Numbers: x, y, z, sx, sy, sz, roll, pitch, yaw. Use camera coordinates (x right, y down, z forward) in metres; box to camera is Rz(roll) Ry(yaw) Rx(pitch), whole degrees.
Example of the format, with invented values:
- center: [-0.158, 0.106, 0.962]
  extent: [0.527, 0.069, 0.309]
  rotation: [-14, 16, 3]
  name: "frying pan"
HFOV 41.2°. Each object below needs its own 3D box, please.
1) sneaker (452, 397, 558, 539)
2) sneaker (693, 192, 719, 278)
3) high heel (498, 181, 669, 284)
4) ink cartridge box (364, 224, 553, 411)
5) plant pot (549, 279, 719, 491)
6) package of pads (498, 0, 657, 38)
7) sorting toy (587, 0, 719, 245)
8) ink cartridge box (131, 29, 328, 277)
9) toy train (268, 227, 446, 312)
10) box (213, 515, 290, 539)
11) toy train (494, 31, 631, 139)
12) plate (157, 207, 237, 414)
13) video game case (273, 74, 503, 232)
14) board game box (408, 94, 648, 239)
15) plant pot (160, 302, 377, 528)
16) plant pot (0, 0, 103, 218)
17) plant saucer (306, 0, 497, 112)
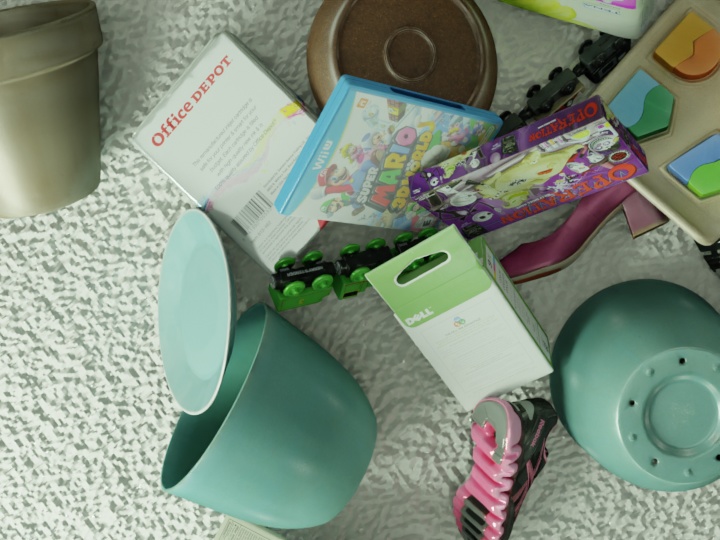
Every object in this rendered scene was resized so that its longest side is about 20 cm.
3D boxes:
- center: [0.157, 0.215, 0.999]
  extent: [0.094, 0.079, 0.203]
  rotation: [-11, 125, -31]
  name: "sneaker"
- center: [0.398, -0.017, 0.969]
  extent: [0.079, 0.074, 0.202]
  rotation: [-29, 100, -10]
  name: "sneaker"
- center: [0.206, -0.055, 0.977]
  extent: [0.197, 0.067, 0.098]
  rotation: [-22, 81, 3]
  name: "high heel"
- center: [0.099, 0.036, 0.943]
  extent: [0.103, 0.060, 0.201]
  rotation: [-27, 119, 21]
  name: "ink cartridge box"
- center: [0.295, 0.121, 0.938]
  extent: [0.196, 0.161, 0.205]
  rotation: [0, 98, 3]
  name: "plant pot"
- center: [0.176, -0.282, 0.877]
  extent: [0.197, 0.154, 0.069]
  rotation: [22, 95, 15]
  name: "package of pads"
- center: [0.329, -0.155, 0.923]
  extent: [0.185, 0.036, 0.200]
  rotation: [43, 89, 14]
  name: "sorting toy"
- center: [-0.105, -0.117, 0.964]
  extent: [0.200, 0.083, 0.146]
  rotation: [44, 98, -4]
  name: "ink cartridge box"
- center: [0.000, 0.000, 0.959]
  extent: [0.197, 0.057, 0.042]
  rotation: [-12, 59, -23]
  name: "toy train"
- center: [-0.063, 0.333, 0.979]
  extent: [0.197, 0.078, 0.096]
  rotation: [21, 72, 26]
  name: "box"
- center: [0.191, -0.171, 0.962]
  extent: [0.199, 0.046, 0.034]
  rotation: [-41, 57, 5]
  name: "toy train"
- center: [-0.159, 0.040, 0.953]
  extent: [0.025, 0.199, 0.204]
  rotation: [0, 100, -31]
  name: "plate"
- center: [0.030, -0.102, 0.905]
  extent: [0.144, 0.198, 0.018]
  rotation: [-58, 47, 29]
  name: "video game case"
- center: [0.158, -0.091, 0.907]
  extent: [0.198, 0.119, 0.033]
  rotation: [-21, 64, 30]
  name: "board game box"
- center: [-0.079, 0.159, 0.953]
  extent: [0.159, 0.201, 0.202]
  rotation: [30, 99, -16]
  name: "plant pot"
- center: [-0.333, -0.152, 0.930]
  extent: [0.196, 0.201, 0.177]
  rotation: [-8, 113, 4]
  name: "plant pot"
- center: [0.046, -0.207, 0.939]
  extent: [0.196, 0.034, 0.205]
  rotation: [1, 86, -12]
  name: "plant saucer"
